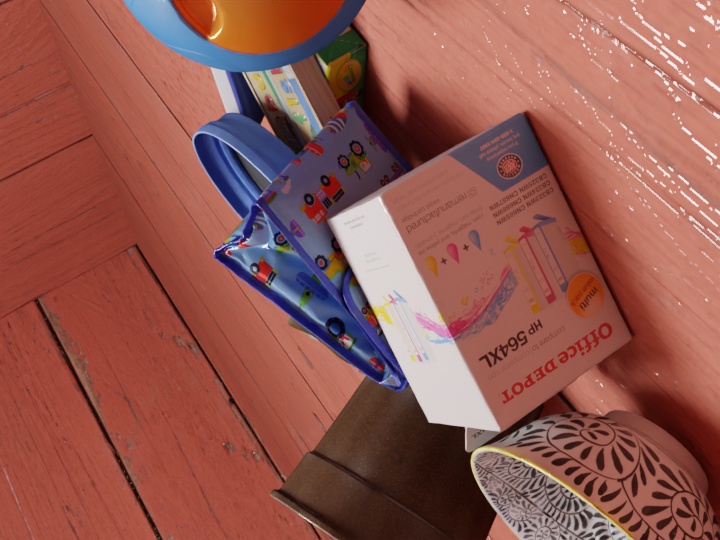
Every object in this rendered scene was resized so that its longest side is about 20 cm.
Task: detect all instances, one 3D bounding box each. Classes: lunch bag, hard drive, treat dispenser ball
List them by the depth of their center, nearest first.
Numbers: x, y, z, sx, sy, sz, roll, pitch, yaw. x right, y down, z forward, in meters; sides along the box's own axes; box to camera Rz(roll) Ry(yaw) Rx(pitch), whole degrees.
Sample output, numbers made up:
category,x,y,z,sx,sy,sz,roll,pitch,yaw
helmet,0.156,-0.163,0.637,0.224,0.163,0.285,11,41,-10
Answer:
category,x,y,z,sx,sy,sz,roll,pitch,yaw
treat dispenser ball,-0.079,-0.239,0.693,0.202,0.199,0.202,53,163,24
lunch bag,0.008,-0.008,0.827,0.200,0.151,0.094,43,140,-5
hard drive,-0.128,-0.254,1.013,0.133,0.025,0.202,-75,-24,-47

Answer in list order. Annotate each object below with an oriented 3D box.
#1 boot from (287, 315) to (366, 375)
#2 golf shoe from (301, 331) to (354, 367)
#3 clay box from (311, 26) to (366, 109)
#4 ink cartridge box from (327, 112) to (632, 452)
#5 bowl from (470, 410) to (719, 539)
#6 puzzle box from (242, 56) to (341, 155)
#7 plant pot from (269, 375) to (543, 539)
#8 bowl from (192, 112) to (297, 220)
category,x,y,z,sx,sy,sz,roll,pitch,yaw
boot,0.000,0.000,0.902,0.096,0.202,0.075,25,128,-10
golf shoe,0.003,0.069,1.166,0.096,0.079,0.200,25,172,32
clay box,-0.045,-0.179,0.975,0.115,0.047,0.201,52,163,21
ink cartridge box,0.088,0.016,0.733,0.202,0.127,0.125,62,162,-4
bowl,0.182,0.162,0.717,0.200,0.094,0.202,38,160,16
puzzle box,-0.049,-0.131,0.943,0.202,0.025,0.133,62,162,-17
plant pot,0.052,0.165,0.903,0.198,0.200,0.201,30,168,7
bowl,-0.082,-0.071,0.998,0.200,0.039,0.201,42,164,14
